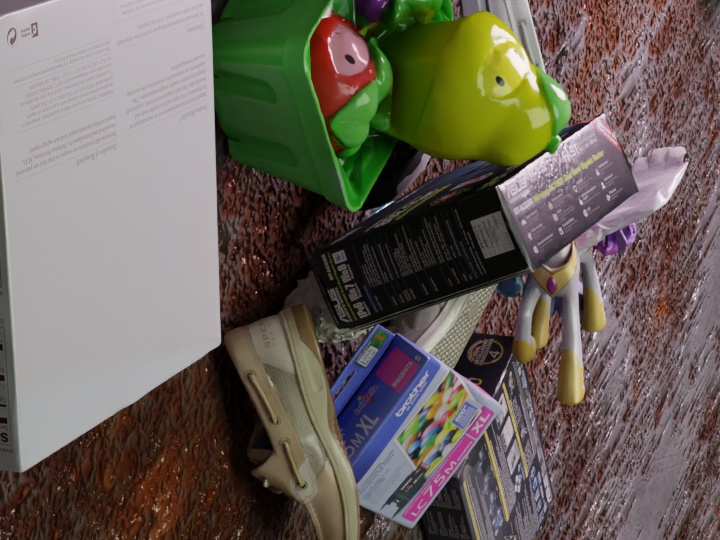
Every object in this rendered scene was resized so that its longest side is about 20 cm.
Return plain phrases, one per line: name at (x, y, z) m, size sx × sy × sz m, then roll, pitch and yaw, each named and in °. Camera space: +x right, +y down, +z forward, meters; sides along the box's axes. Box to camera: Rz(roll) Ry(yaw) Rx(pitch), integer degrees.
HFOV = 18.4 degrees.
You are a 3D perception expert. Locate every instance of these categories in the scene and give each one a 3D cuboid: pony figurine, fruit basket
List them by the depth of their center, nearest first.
fruit basket at (0.028, -0.137, 1.397) m, size 0.156 × 0.215 × 0.216 m, roll 73°, pitch 33°, yaw -41°
pony figurine at (0.167, -0.024, 1.781) m, size 0.193 × 0.166 × 0.200 m, roll -64°, pitch 157°, yaw -52°

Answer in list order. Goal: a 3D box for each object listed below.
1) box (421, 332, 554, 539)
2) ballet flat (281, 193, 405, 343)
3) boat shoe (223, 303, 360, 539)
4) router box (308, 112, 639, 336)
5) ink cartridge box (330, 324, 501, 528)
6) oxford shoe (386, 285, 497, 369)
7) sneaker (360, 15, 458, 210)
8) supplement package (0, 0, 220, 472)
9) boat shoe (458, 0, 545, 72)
box at (0.105, 0.177, 1.850) m, size 0.200 × 0.049 × 0.161 m, roll 74°, pitch 30°, yaw -41°
ballet flat at (0.000, 0.000, 1.551) m, size 0.200 × 0.072 × 0.072 m, roll -36°, pitch 128°, yaw -57°
boat shoe at (-0.045, 0.113, 1.477) m, size 0.072 × 0.065 × 0.200 m, roll -113°, pitch -172°, yaw -54°
router box at (0.078, -0.033, 1.481) m, size 0.200 × 0.150 × 0.062 m, roll -33°, pitch 101°, yaw -58°
ink cartridge box at (0.026, 0.116, 1.609) m, size 0.119 × 0.042 × 0.200 m, roll -53°, pitch 151°, yaw 0°
oxford shoe at (0.048, 0.041, 1.682) m, size 0.200 × 0.058 × 0.075 m, roll -61°, pitch 160°, yaw -13°
sneaker at (0.040, -0.102, 1.596) m, size 0.083 × 0.072 × 0.200 m, roll 74°, pitch 32°, yaw -44°
supplement package at (-0.172, -0.040, 1.032) m, size 0.191 × 0.147 × 0.200 m, roll -33°, pitch 126°, yaw -60°
boat shoe at (0.103, -0.222, 1.668) m, size 0.074 × 0.067 × 0.200 m, roll -86°, pitch 169°, yaw -83°
